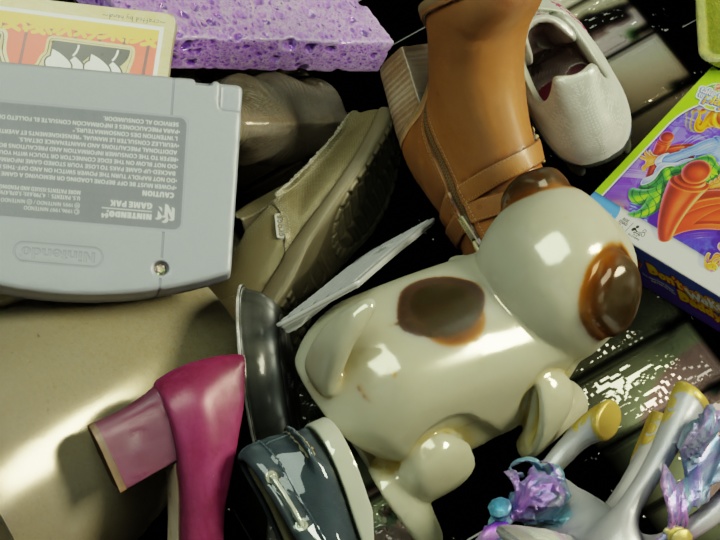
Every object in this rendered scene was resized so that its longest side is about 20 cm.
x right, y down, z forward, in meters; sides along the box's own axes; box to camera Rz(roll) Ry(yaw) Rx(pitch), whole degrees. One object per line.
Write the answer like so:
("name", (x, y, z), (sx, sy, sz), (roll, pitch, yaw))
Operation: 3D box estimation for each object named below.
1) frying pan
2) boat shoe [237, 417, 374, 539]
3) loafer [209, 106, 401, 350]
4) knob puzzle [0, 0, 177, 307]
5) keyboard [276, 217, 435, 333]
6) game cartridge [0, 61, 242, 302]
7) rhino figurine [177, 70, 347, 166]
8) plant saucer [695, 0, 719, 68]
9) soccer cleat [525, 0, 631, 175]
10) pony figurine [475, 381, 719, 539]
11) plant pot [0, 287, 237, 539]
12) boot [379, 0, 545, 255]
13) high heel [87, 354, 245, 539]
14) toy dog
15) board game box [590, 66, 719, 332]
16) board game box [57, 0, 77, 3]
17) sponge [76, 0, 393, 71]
("frying pan", (-0.051, 0.098, 1.624), (0.031, 0.115, 0.190), (-9, 65, 4))
("boat shoe", (-0.013, 0.182, 1.553), (0.062, 0.075, 0.200), (-18, 95, -16))
("loafer", (-0.041, -0.026, 1.751), (0.067, 0.076, 0.200), (24, 64, 20))
("knob puzzle", (-0.209, -0.072, 1.649), (0.219, 0.030, 0.220), (0, 69, 0))
("keyboard", (0.000, 0.000, 1.671), (0.056, 0.200, 0.011), (-34, 92, 18))
("game cartridge", (-0.170, -0.049, 1.615), (0.200, 0.040, 0.134), (5, 76, -8))
("rhino figurine", (-0.076, -0.094, 1.758), (0.087, 0.200, 0.060), (9, 98, 26))
("plant saucer", (0.311, -0.199, 1.795), (0.200, 0.048, 0.200), (-5, 50, 9))
("soccer cleat", (0.114, -0.141, 1.767), (0.070, 0.086, 0.200), (-27, 38, -4))
("pony figurine", (0.138, 0.157, 1.554), (0.200, 0.167, 0.193), (-47, 26, -15))
("plant pot", (-0.168, 0.086, 1.657), (0.200, 0.187, 0.187), (-35, 54, -27))
("boot", (0.085, -0.087, 1.680), (0.074, 0.200, 0.155), (-17, 77, -21))
("high heel", (-0.070, 0.148, 1.581), (0.096, 0.200, 0.067), (-27, 20, -10))
("toy dog", (0.065, 0.029, 1.621), (0.200, 0.194, 0.140), (-35, 46, -1))
("board game box", (0.249, -0.023, 1.697), (0.200, 0.045, 0.134), (32, 68, 30))
("board game box", (-0.182, -0.195, 1.824), (0.135, 0.200, 0.028), (-37, 65, -13))
("sponge", (-0.087, -0.171, 1.786), (0.200, 0.030, 0.112), (-1, 44, -38))
